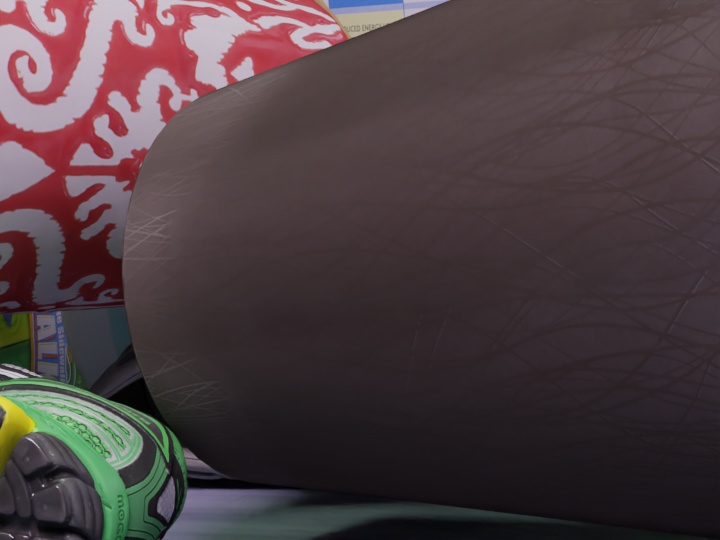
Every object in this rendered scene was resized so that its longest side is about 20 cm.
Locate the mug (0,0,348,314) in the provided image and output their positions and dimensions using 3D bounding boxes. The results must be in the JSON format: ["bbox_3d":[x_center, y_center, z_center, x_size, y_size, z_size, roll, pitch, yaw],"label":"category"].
[{"bbox_3d":[-0.112,-0.061,0.816,0.200,0.134,0.178,2,40,-48],"label":"mug"}]

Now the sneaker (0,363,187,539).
[{"bbox_3d":[-0.137,0.059,0.716,0.200,0.078,0.085,9,5,31],"label":"sneaker"}]

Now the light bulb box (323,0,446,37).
[{"bbox_3d":[0.096,-0.072,1.131,0.198,0.201,0.125,-1,7,34],"label":"light bulb box"}]

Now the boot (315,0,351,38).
[{"bbox_3d":[-0.004,-0.032,1.045,0.200,0.155,0.074,18,57,25],"label":"boot"}]

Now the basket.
[{"bbox_3d":[0.048,-0.005,0.675,0.200,0.181,0.136,-5,28,36],"label":"basket"}]

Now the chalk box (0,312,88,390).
[{"bbox_3d":[-0.184,0.002,1.004,0.124,0.125,0.200,-3,7,20],"label":"chalk box"}]

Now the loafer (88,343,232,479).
[{"bbox_3d":[-0.001,0.037,0.810,0.200,0.070,0.070,-10,6,37],"label":"loafer"}]

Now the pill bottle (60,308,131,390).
[{"bbox_3d":[0.000,0.000,0.936,0.200,0.111,0.111,-2,6,22],"label":"pill bottle"}]
